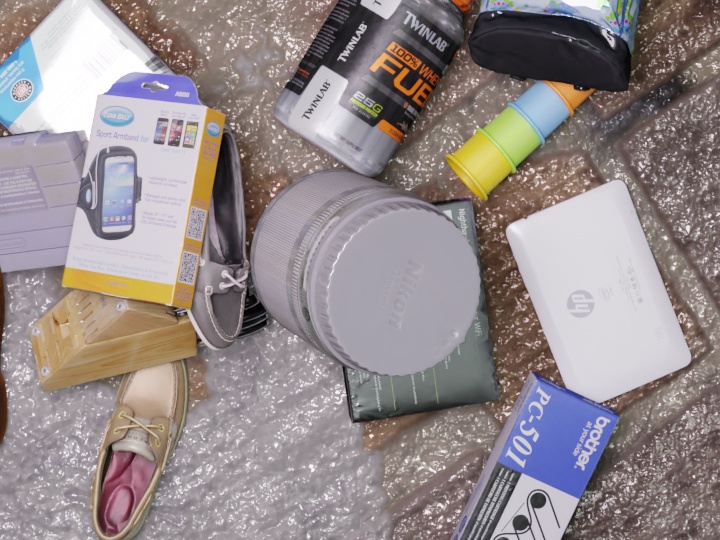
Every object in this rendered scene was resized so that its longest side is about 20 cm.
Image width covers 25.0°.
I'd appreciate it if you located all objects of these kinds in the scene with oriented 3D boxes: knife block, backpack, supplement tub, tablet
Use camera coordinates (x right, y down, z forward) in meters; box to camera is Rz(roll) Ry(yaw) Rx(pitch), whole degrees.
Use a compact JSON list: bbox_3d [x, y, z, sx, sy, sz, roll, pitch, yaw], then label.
[{"bbox_3d":[-0.193,0.053,1.557,0.200,0.175,0.064,-38,54,28],"label":"knife block"},{"bbox_3d":[0.198,-0.290,1.521,0.162,0.154,0.201,15,65,20],"label":"backpack"},{"bbox_3d":[0.016,-0.199,1.528,0.122,0.123,0.201,32,93,-5],"label":"supplement tub"},{"bbox_3d":[0.237,0.024,1.612,0.129,0.014,0.201,-22,95,-1],"label":"tablet"}]

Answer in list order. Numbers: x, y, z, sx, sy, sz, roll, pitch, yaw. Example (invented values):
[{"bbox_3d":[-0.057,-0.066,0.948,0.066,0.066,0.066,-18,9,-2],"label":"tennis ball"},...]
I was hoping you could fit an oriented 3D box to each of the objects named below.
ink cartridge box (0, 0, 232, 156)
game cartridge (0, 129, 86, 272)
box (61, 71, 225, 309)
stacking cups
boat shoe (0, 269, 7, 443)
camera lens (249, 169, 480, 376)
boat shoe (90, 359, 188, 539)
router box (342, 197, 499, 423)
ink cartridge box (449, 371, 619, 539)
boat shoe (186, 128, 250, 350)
[{"bbox_3d":[-0.239,-0.148,1.536,0.200,0.086,0.146,44,91,-7],"label":"ink cartridge box"},{"bbox_3d":[-0.336,-0.061,1.513,0.199,0.038,0.130,-6,113,19],"label":"game cartridge"},{"bbox_3d":[-0.190,-0.073,1.441,0.118,0.041,0.202,9,85,25],"label":"box"},{"bbox_3d":[0.172,-0.158,1.578,0.200,0.061,0.061,-44,95,-4],"label":"stacking cups"},{"bbox_3d":[-0.377,0.078,1.537,0.070,0.070,0.201,9,110,10],"label":"boat shoe"},{"bbox_3d":[0.000,0.000,1.439,0.159,0.200,0.161,-5,103,-21],"label":"camera lens"},{"bbox_3d":[-0.214,0.169,1.569,0.073,0.066,0.202,13,89,-3],"label":"boat shoe"},{"bbox_3d":[0.048,0.038,1.582,0.148,0.051,0.202,-8,94,-3],"label":"router box"},{"bbox_3d":[0.168,0.211,1.602,0.093,0.044,0.201,24,96,-5],"label":"ink cartridge box"},{"bbox_3d":[-0.130,-0.031,1.461,0.057,0.067,0.202,-12,85,34],"label":"boat shoe"}]
